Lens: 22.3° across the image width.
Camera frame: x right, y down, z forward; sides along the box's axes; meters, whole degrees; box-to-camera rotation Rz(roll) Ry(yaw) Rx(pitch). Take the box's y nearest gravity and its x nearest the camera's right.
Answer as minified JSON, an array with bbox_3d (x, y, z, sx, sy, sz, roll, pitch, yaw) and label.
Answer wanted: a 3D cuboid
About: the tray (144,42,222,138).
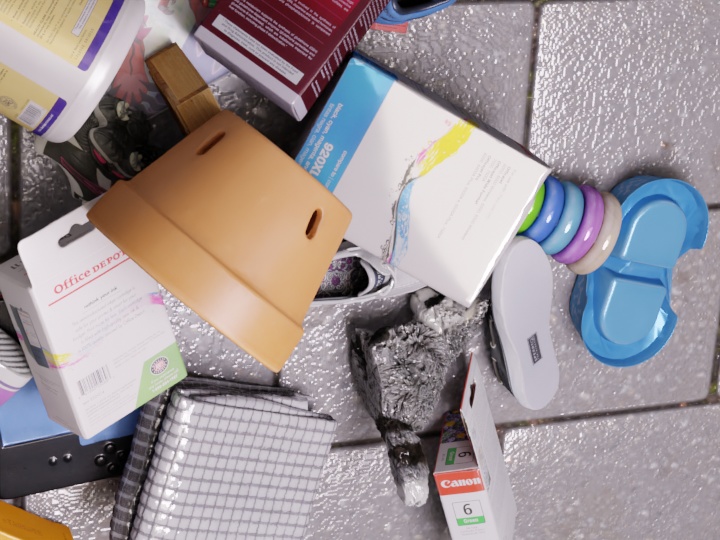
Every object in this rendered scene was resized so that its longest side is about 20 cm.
[{"bbox_3d":[-0.120,-0.094,1.597,0.037,0.099,0.200,-30,127,-6],"label":"tray"}]

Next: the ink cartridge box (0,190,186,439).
[{"bbox_3d":[-0.237,0.029,1.575,0.117,0.067,0.201,-32,124,-29],"label":"ink cartridge box"}]

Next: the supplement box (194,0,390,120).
[{"bbox_3d":[-0.037,-0.240,1.540,0.109,0.061,0.200,36,86,9],"label":"supplement box"}]

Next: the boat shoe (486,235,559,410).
[{"bbox_3d":[0.149,0.049,1.785,0.068,0.057,0.201,-31,129,-27],"label":"boat shoe"}]

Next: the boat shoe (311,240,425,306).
[{"bbox_3d":[0.000,0.000,1.716,0.199,0.069,0.072,0,110,-22],"label":"boat shoe"}]

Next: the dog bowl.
[{"bbox_3d":[0.275,-0.004,1.839,0.111,0.050,0.201,10,105,-25],"label":"dog bowl"}]

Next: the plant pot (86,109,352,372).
[{"bbox_3d":[-0.100,-0.033,1.475,0.200,0.200,0.140,41,87,-29],"label":"plant pot"}]

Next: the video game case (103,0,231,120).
[{"bbox_3d":[-0.176,-0.244,1.576,0.182,0.023,0.201,-30,118,-9],"label":"video game case"}]

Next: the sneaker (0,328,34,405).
[{"bbox_3d":[-0.392,0.060,1.580,0.114,0.073,0.201,-37,108,18],"label":"sneaker"}]

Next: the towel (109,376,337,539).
[{"bbox_3d":[-0.130,0.187,1.709,0.199,0.085,0.166,10,99,-44],"label":"towel"}]

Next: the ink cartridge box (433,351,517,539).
[{"bbox_3d":[0.107,0.195,1.810,0.050,0.109,0.201,-9,117,15],"label":"ink cartridge box"}]

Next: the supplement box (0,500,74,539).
[{"bbox_3d":[-0.362,0.312,1.685,0.126,0.074,0.200,27,100,-28],"label":"supplement box"}]

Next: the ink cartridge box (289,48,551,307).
[{"bbox_3d":[0.043,-0.085,1.621,0.199,0.147,0.145,29,98,-6],"label":"ink cartridge box"}]

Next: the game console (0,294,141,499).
[{"bbox_3d":[-0.264,0.104,1.671,0.176,0.031,0.201,-13,114,-18],"label":"game console"}]

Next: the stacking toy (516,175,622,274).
[{"bbox_3d":[0.149,-0.069,1.753,0.199,0.085,0.086,23,100,-21],"label":"stacking toy"}]

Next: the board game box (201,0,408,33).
[{"bbox_3d":[-0.039,-0.271,1.606,0.199,0.019,0.103,3,102,-30],"label":"board game box"}]

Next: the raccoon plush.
[{"bbox_3d":[0.072,0.115,1.761,0.133,0.097,0.201,-13,92,-17],"label":"raccoon plush"}]

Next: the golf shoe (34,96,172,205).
[{"bbox_3d":[-0.201,-0.078,1.611,0.088,0.077,0.200,-10,140,26],"label":"golf shoe"}]

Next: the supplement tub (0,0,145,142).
[{"bbox_3d":[-0.289,-0.210,1.463,0.200,0.145,0.146,31,96,-16],"label":"supplement tub"}]

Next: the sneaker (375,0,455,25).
[{"bbox_3d":[0.088,-0.268,1.624,0.200,0.078,0.066,-28,115,-23],"label":"sneaker"}]
